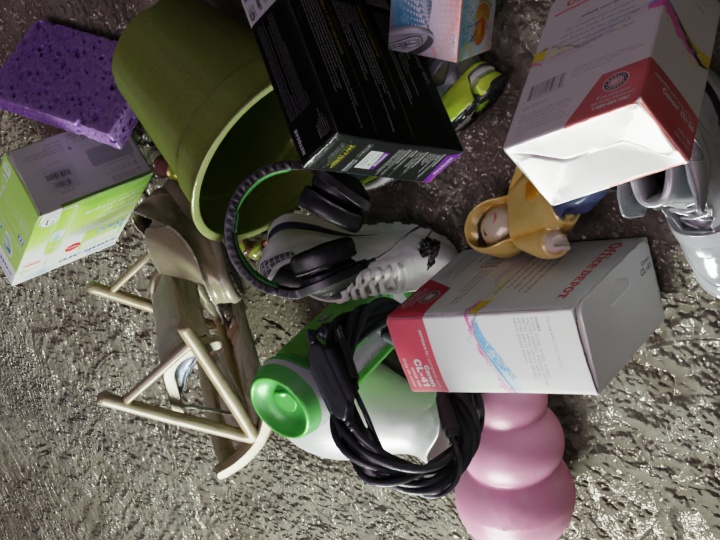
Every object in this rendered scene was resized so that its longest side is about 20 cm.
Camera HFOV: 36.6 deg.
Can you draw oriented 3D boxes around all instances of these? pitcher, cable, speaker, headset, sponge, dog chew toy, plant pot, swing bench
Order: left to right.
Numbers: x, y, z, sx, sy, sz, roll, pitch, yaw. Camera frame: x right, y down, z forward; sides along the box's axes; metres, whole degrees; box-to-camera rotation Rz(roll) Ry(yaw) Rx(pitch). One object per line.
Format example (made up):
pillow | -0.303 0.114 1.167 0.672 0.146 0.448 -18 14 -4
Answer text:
sponge | -0.312 -0.209 1.198 0.199 0.112 0.030 20 161 29
swing bench | -0.186 0.088 1.210 0.129 0.200 0.200 -39 129 12
plant pot | -0.138 -0.165 1.051 0.190 0.199 0.201 44 139 24
headset | -0.025 -0.034 1.004 0.198 0.094 0.125 7 95 1
speaker | -0.024 0.081 1.101 0.088 0.200 0.089 21 131 26
pitcher | 0.008 0.171 1.212 0.198 0.122 0.173 10 134 19
cable | 0.040 0.121 1.021 0.201 0.162 0.051 61 139 24
dog chew toy | 0.152 0.183 1.096 0.124 0.124 0.202 9 116 35

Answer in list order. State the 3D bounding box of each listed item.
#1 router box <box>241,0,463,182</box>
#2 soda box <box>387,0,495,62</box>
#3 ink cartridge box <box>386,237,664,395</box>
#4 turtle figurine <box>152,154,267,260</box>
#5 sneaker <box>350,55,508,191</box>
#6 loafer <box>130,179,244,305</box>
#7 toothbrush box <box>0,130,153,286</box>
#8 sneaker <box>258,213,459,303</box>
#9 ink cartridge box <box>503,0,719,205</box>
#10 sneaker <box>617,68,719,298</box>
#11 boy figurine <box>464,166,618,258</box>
router box | -0.012 -0.173 0.887 0.051 0.148 0.202 -37 63 38
soda box | 0.069 -0.270 0.846 0.068 0.063 0.202 17 117 29
ink cartridge box | 0.146 0.040 0.968 0.199 0.147 0.086 -2 114 42
turtle figurine | -0.158 -0.071 1.202 0.160 0.064 0.202 11 126 34
sneaker | 0.049 -0.143 0.988 0.200 0.074 0.081 -40 80 43
loafer | -0.179 -0.020 1.107 0.200 0.068 0.076 47 163 50
toothbrush box | -0.344 -0.079 1.262 0.087 0.145 0.200 59 146 7
sneaker | 0.000 0.000 1.070 0.198 0.081 0.077 3 127 2
ink cartridge box | 0.188 -0.154 0.784 0.116 0.201 0.067 -17 131 45
sneaker | 0.253 -0.049 0.842 0.075 0.115 0.202 -1 119 40
boy figurine | 0.153 -0.068 0.927 0.200 0.064 0.126 140 131 -62
